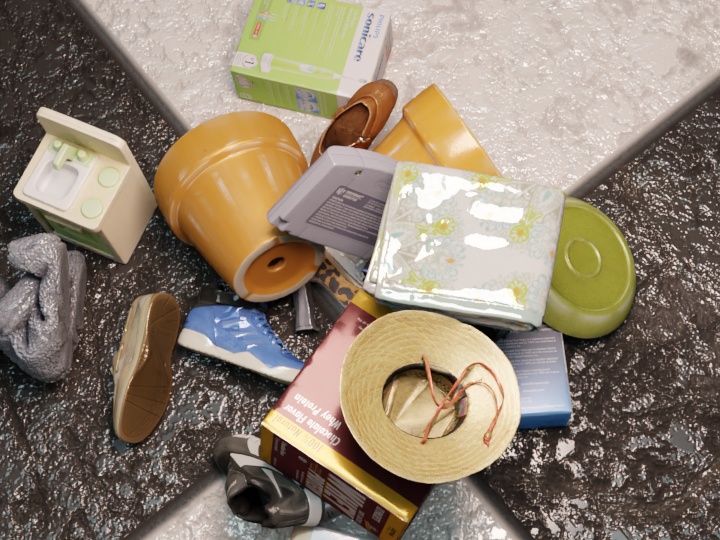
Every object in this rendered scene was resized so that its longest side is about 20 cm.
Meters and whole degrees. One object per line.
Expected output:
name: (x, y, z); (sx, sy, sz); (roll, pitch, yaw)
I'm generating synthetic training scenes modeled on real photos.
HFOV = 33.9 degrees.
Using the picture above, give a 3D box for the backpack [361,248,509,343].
backpack: (0.121, 0.004, 1.423); (0.183, 0.200, 0.147); (34, 95, 17)

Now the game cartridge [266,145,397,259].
game cartridge: (-0.001, -0.080, 1.414); (0.133, 0.200, 0.041); (-40, 55, 26)

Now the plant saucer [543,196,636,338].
plant saucer: (0.283, -0.012, 1.536); (0.199, 0.031, 0.201); (10, 65, -23)

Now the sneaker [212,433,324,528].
sneaker: (-0.136, 0.257, 1.442); (0.200, 0.090, 0.067); (27, 115, 44)

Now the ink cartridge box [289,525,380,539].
ink cartridge box: (-0.002, 0.405, 1.421); (0.199, 0.075, 0.165); (10, 71, 9)

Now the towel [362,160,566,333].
towel: (0.116, -0.029, 1.304); (0.199, 0.048, 0.172); (11, 71, 8)

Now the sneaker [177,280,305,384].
sneaker: (-0.132, 0.077, 1.550); (0.199, 0.077, 0.112); (18, 81, 17)

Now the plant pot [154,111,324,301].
plant pot: (-0.139, -0.069, 1.514); (0.200, 0.200, 0.184); (-27, 58, -7)

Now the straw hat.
straw hat: (0.064, 0.146, 1.269); (0.200, 0.085, 0.202); (6, 66, -14)

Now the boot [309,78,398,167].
boot: (-0.028, -0.165, 1.561); (0.074, 0.155, 0.200); (33, 113, 1)

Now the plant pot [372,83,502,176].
plant pot: (0.080, -0.112, 1.559); (0.183, 0.200, 0.201); (-35, 70, 6)

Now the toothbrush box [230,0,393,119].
toothbrush box: (-0.067, -0.306, 1.687); (0.199, 0.086, 0.146); (13, 71, 9)

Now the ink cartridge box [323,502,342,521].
ink cartridge box: (0.012, 0.204, 1.489); (0.199, 0.084, 0.146); (-24, 70, -6)

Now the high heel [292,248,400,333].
high heel: (0.000, 0.000, 1.572); (0.199, 0.071, 0.143); (-8, 75, 10)

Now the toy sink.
toy sink: (-0.369, -0.105, 1.569); (0.130, 0.200, 0.112); (21, 72, 10)

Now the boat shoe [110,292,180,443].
boat shoe: (-0.291, 0.127, 1.554); (0.065, 0.072, 0.201); (-5, 69, 41)

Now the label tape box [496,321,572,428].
label tape box: (0.188, 0.103, 1.529); (0.143, 0.066, 0.201); (-5, 64, 2)

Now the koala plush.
koala plush: (-0.473, 0.053, 1.536); (0.199, 0.177, 0.185); (1, 79, 0)

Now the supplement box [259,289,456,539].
supplement box: (0.019, 0.173, 1.372); (0.197, 0.133, 0.200); (32, 66, 9)
